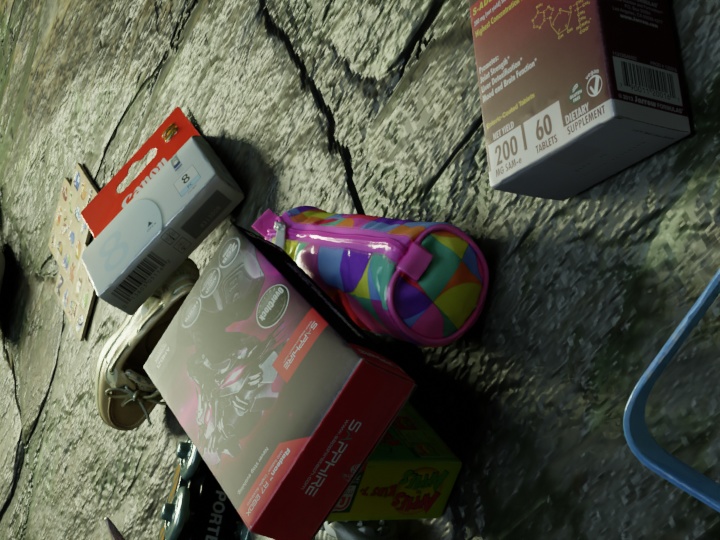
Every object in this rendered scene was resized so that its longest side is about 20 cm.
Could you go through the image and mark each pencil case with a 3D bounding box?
[{"bbox_3d":[0.000,0.000,0.822,0.200,0.088,0.089,10,93,55],"label":"pencil case"}]

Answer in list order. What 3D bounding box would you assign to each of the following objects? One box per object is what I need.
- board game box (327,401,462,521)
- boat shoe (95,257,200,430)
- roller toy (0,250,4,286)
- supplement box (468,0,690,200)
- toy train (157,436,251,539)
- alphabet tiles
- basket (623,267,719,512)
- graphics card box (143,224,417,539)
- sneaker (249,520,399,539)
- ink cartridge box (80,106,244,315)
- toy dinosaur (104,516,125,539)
[{"bbox_3d":[-0.025,0.096,0.833,0.200,0.101,0.048,46,124,51],"label":"board game box"},{"bbox_3d":[-0.206,0.081,1.154,0.063,0.073,0.200,54,128,51],"label":"boat shoe"},{"bbox_3d":[-0.608,0.011,1.698,0.182,0.200,0.140,22,109,13],"label":"roller toy"},{"bbox_3d":[0.118,-0.154,0.687,0.109,0.061,0.200,-31,58,53],"label":"supplement box"},{"bbox_3d":[-0.133,0.217,0.981,0.114,0.085,0.200,136,147,-57],"label":"toy train"},{"bbox_3d":[-0.353,-0.033,1.473,0.200,0.008,0.167,46,123,52],"label":"alphabet tiles"},{"bbox_3d":[0.209,0.049,0.411,0.200,0.139,0.177,36,119,21],"label":"basket"},{"bbox_3d":[-0.059,0.067,0.759,0.126,0.051,0.200,-57,37,9],"label":"graphics card box"},{"bbox_3d":[-0.029,0.206,0.860,0.200,0.066,0.091,-6,82,61],"label":"sneaker"},{"bbox_3d":[-0.212,-0.073,1.155,0.160,0.047,0.200,-46,42,7],"label":"ink cartridge box"},{"bbox_3d":[-0.220,0.332,1.131,0.135,0.086,0.200,-30,43,41],"label":"toy dinosaur"}]
